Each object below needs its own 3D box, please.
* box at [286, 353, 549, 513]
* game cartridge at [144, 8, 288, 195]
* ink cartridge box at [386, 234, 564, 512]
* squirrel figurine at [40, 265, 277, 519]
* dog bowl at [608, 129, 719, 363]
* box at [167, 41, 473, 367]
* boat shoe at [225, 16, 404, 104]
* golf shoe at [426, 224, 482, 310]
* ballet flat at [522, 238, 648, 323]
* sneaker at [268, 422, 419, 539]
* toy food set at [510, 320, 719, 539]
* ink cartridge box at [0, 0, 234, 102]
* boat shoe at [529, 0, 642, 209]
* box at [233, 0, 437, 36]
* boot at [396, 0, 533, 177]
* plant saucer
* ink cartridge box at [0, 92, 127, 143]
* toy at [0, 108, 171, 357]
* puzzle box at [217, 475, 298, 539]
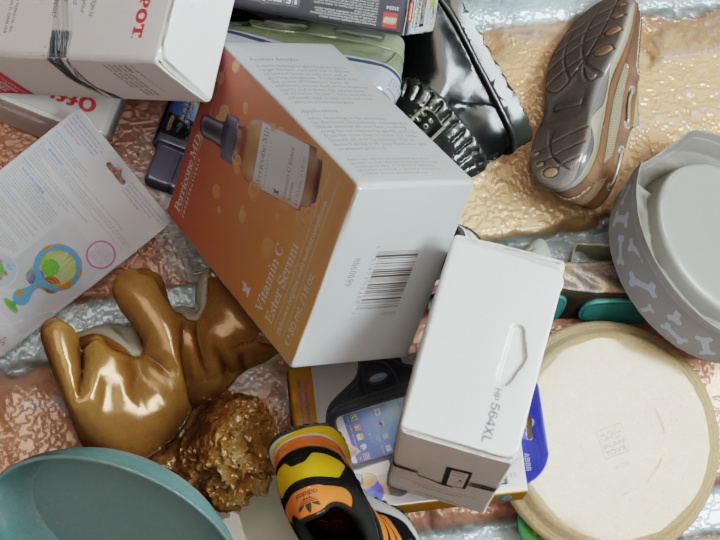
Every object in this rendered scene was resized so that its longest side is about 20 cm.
[{"bbox_3d":[0.046,0.125,1.345,0.198,0.042,0.120,-7,73,-2],"label":"box"},{"bbox_3d":[-0.087,-0.142,1.417,0.129,0.038,0.202,21,76,-10],"label":"game cartridge"},{"bbox_3d":[0.078,0.078,1.236,0.084,0.200,0.147,15,72,3],"label":"ink cartridge box"},{"bbox_3d":[-0.127,0.087,1.304,0.185,0.142,0.201,-21,83,-12],"label":"squirrel figurine"},{"bbox_3d":[0.288,-0.015,1.409,0.199,0.059,0.202,17,55,-25],"label":"dog bowl"},{"bbox_3d":[-0.035,-0.052,1.247,0.106,0.153,0.200,-4,36,-37],"label":"box"},{"bbox_3d":[-0.060,-0.168,1.366,0.198,0.072,0.062,12,61,9],"label":"boat shoe"},{"bbox_3d":[0.000,0.000,1.353,0.198,0.092,0.073,-15,65,10],"label":"golf shoe"},{"bbox_3d":[0.167,0.009,1.423,0.198,0.068,0.068,2,61,-16],"label":"ballet flat"},{"bbox_3d":[-0.007,0.201,1.262,0.069,0.201,0.090,-22,41,12],"label":"sneaker"},{"bbox_3d":[0.197,0.142,1.403,0.199,0.049,0.199,-34,87,-15],"label":"toy food set"},{"bbox_3d":[-0.193,-0.205,1.249,0.198,0.084,0.146,6,75,26],"label":"ink cartridge box"},{"bbox_3d":[0.198,-0.140,1.455,0.072,0.075,0.201,39,62,-36],"label":"boat shoe"},{"bbox_3d":[-0.047,-0.215,1.338,0.198,0.110,0.035,11,102,11],"label":"box"},{"bbox_3d":[0.029,-0.147,1.410,0.157,0.079,0.212,-33,89,-15],"label":"boot"},{"bbox_3d":[-0.172,0.189,1.251,0.199,0.200,0.036,26,46,-4],"label":"plant saucer"},{"bbox_3d":[-0.235,-0.210,1.376,0.144,0.084,0.201,22,76,-5],"label":"ink cartridge box"},{"bbox_3d":[-0.261,-0.023,1.340,0.200,0.047,0.115,-39,111,-2],"label":"toy"},{"bbox_3d":[-0.086,0.212,1.350,0.198,0.025,0.134,-15,82,-12],"label":"puzzle box"}]
